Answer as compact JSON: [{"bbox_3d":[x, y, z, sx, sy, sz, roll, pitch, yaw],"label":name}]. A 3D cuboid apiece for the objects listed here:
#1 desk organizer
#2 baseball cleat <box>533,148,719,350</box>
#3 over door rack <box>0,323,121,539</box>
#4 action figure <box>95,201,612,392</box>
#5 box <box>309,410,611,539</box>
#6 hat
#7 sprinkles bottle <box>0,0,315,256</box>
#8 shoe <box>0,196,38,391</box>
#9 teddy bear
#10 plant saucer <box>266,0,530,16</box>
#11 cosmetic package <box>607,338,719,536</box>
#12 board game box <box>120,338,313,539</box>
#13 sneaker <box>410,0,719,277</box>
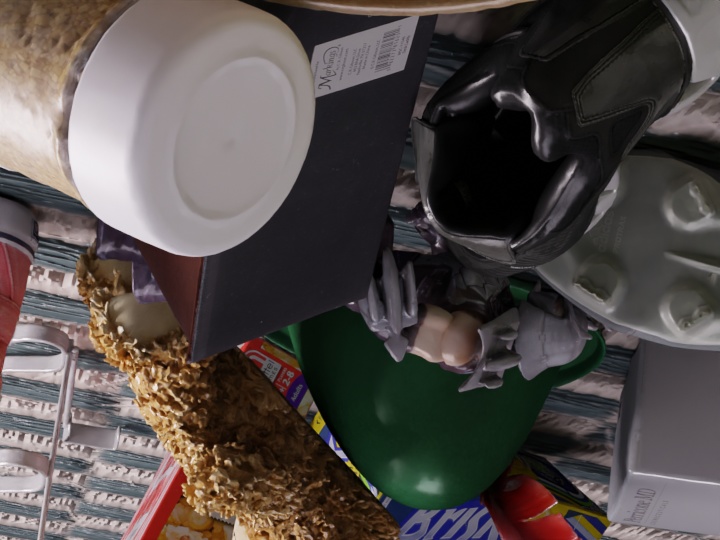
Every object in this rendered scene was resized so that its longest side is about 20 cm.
[{"bbox_3d":[-0.032,-0.063,0.709,0.072,0.077,0.200,-20,152,-21],"label":"desk organizer"},{"bbox_3d":[0.157,0.003,0.838,0.200,0.070,0.106,16,-178,13],"label":"baseball cleat"},{"bbox_3d":[-0.181,0.127,1.206,0.066,0.148,0.200,5,160,4],"label":"over door rack"},{"bbox_3d":[0.000,0.000,0.860,0.199,0.070,0.130,14,-179,14],"label":"action figure"},{"bbox_3d":[0.045,0.124,1.163,0.064,0.070,0.200,40,-169,38],"label":"box"},{"bbox_3d":[0.025,0.103,1.006,0.165,0.177,0.200,16,159,-22],"label":"hat"},{"bbox_3d":[-0.105,-0.067,0.636,0.200,0.068,0.068,24,173,37],"label":"sprinkles bottle"},{"bbox_3d":[-0.242,0.001,0.955,0.200,0.091,0.071,12,160,-12],"label":"shoe"},{"bbox_3d":[-0.064,0.071,0.996,0.200,0.067,0.145,51,178,-43],"label":"teddy bear"},{"bbox_3d":[0.005,-0.132,0.523,0.200,0.036,0.200,3,151,2],"label":"plant saucer"},{"bbox_3d":[0.222,0.087,1.047,0.199,0.071,0.101,8,161,3],"label":"cosmetic package"},{"bbox_3d":[-0.096,0.145,1.140,0.046,0.200,0.152,30,157,-5],"label":"board game box"},{"bbox_3d":[0.047,-0.036,0.718,0.066,0.090,0.200,49,156,6],"label":"sneaker"}]
